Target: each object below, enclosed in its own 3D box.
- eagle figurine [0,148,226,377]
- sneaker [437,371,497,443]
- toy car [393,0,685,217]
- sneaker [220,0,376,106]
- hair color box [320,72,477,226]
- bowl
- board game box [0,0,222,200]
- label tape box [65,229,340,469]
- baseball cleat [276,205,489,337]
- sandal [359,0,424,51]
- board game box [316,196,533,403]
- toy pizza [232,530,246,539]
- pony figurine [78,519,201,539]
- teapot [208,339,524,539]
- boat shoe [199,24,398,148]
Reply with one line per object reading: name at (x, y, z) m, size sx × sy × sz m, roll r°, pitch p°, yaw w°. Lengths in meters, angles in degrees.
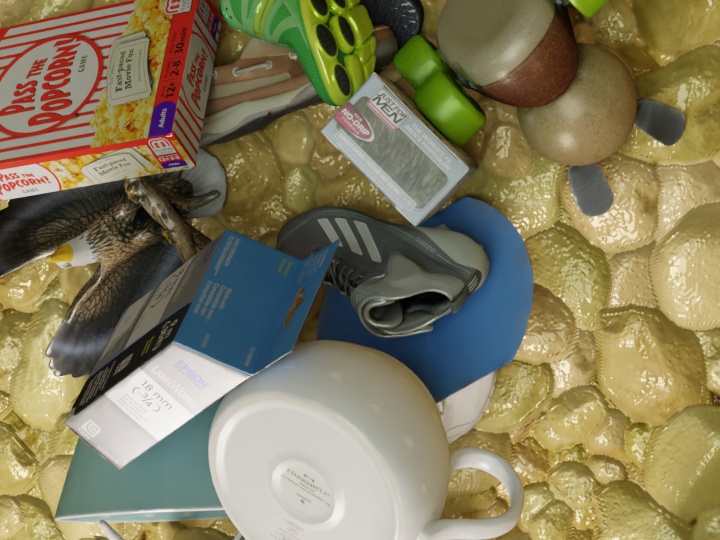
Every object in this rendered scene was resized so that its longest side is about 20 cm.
eagle figurine at (-0.211, -0.019, 1.717) m, size 0.200 × 0.150 × 0.153 m, roll -35°, pitch 47°, yaw 47°
sneaker at (0.037, 0.133, 1.689) m, size 0.074 × 0.087 × 0.200 m, roll 42°, pitch 107°, yaw 3°
toy car at (0.155, -0.140, 1.596) m, size 0.164 × 0.158 × 0.200 m, roll -44°, pitch 115°, yaw 11°
sneaker at (-0.056, -0.203, 1.598) m, size 0.084 × 0.074 × 0.201 m, roll -46°, pitch 67°, yaw 38°
hair color box at (0.033, -0.092, 1.579) m, size 0.099 × 0.200 × 0.061 m, roll 45°, pitch 95°, yaw 2°
bowl at (-0.151, 0.149, 1.701) m, size 0.199 × 0.201 × 0.106 m, roll -6°, pitch 82°, yaw 15°
board game box at (-0.216, -0.138, 1.659) m, size 0.198 × 0.153 × 0.046 m, roll -9°, pitch 142°, yaw 21°
label tape box at (-0.119, 0.044, 1.562) m, size 0.063 × 0.145 × 0.200 m, roll 43°, pitch 126°, yaw -16°
baseball cleat at (0.000, 0.000, 1.634) m, size 0.199 × 0.107 × 0.070 m, roll 2°, pitch 127°, yaw 35°
sandal at (-0.035, -0.246, 1.656) m, size 0.200 × 0.043 × 0.076 m, roll 43°, pitch 116°, yaw -8°
board game box at (0.059, 0.042, 1.662) m, size 0.199 × 0.039 × 0.159 m, roll -31°, pitch 53°, yaw 19°
toy pizza at (-0.020, 0.261, 1.640) m, size 0.199 × 0.032 × 0.202 m, roll -3°, pitch 96°, yaw -25°
pony figurine at (-0.125, 0.274, 1.706) m, size 0.198 × 0.167 × 0.194 m, roll -1°, pitch 129°, yaw 0°
teapot at (-0.005, 0.129, 1.559) m, size 0.196 × 0.146 × 0.201 m, roll -18°, pitch 105°, yaw 39°
boat shoe at (-0.064, -0.160, 1.653) m, size 0.199 × 0.076 × 0.072 m, roll -20°, pitch 88°, yaw 24°
